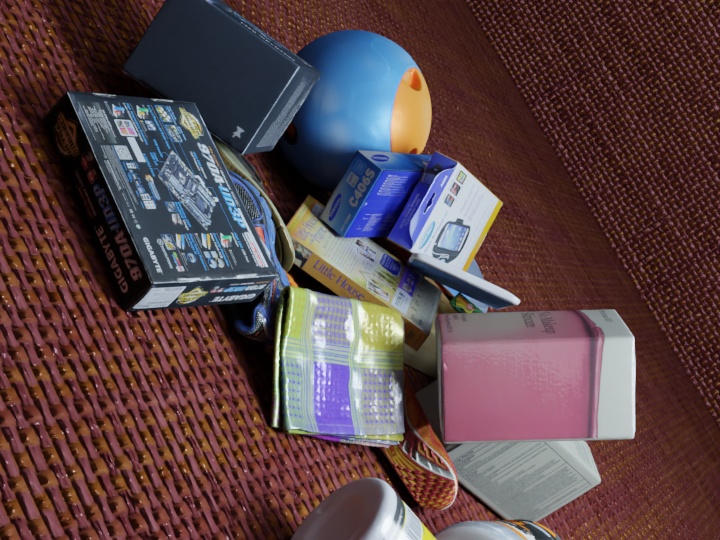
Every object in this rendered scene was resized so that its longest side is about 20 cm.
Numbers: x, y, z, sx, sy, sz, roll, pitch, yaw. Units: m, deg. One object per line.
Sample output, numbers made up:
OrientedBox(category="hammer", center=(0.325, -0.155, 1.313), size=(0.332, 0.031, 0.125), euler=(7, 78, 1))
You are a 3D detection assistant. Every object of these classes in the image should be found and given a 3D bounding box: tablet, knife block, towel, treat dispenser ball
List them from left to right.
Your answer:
OrientedBox(category="towel", center=(-0.016, 0.096, 1.291), size=(0.199, 0.023, 0.146), euler=(17, 72, -52))
OrientedBox(category="treat dispenser ball", center=(-0.010, -0.195, 1.627), size=(0.201, 0.200, 0.202), euler=(48, 20, -24))
OrientedBox(category="knife block", center=(0.104, 0.100, 1.652), size=(0.176, 0.064, 0.200), euler=(52, 19, -12))
OrientedBox(category="tablet", center=(0.115, 0.012, 1.519), size=(0.129, 0.014, 0.200), euler=(25, -3, 1))

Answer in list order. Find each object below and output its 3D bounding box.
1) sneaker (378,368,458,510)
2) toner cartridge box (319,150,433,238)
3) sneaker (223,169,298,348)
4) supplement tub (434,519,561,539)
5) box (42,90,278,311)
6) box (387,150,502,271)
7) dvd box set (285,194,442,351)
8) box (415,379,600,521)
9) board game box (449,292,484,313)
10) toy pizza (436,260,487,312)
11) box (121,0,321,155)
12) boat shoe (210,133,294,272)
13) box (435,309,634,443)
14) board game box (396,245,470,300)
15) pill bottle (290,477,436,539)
OrientedBox(category="sneaker", center=(0.039, 0.165, 1.402), size=(0.202, 0.072, 0.077), euler=(64, 3, 0))
OrientedBox(category="toner cartridge box", center=(0.039, -0.090, 1.564), size=(0.043, 0.096, 0.199), euler=(39, 20, 24))
OrientedBox(category="sneaker", center=(-0.119, -0.018, 1.268), size=(0.201, 0.075, 0.078), euler=(61, 22, 15))
OrientedBox(category="supplement tub", center=(0.144, 0.313, 1.315), size=(0.200, 0.122, 0.123), euler=(20, 41, -62))
OrientedBox(category="box", center=(-0.178, -0.064, 1.173), size=(0.158, 0.046, 0.201), euler=(-4, 61, -52))
OrientedBox(category="box", center=(0.102, -0.064, 1.593), size=(0.041, 0.120, 0.200), euler=(28, -1, 29))
OrientedBox(category="dvd box set", center=(0.000, 0.000, 1.497), size=(0.199, 0.030, 0.147), euler=(35, 20, -4))
OrientedBox(category="box", center=(0.176, 0.202, 1.571), size=(0.200, 0.127, 0.110), euler=(43, 22, -38))
OrientedBox(category="board game box", center=(0.196, 0.104, 1.609), size=(0.200, 0.024, 0.105), euler=(41, -2, 16))
OrientedBox(category="toy pizza", center=(0.125, -0.017, 1.950), size=(0.200, 0.032, 0.201), euler=(47, 21, -25))
OrientedBox(category="box", center=(-0.137, -0.206, 1.355), size=(0.148, 0.108, 0.200), euler=(35, 8, 0))
OrientedBox(category="boat shoe", center=(-0.129, -0.084, 1.346), size=(0.201, 0.073, 0.065), euler=(55, 24, -6))
OrientedBox(category="box", center=(0.180, 0.109, 1.377), size=(0.128, 0.197, 0.110), euler=(-86, 174, -78))
OrientedBox(category="board game box", center=(0.077, -0.030, 1.745), size=(0.200, 0.039, 0.159), euler=(42, 25, -40))
OrientedBox(category="pill bottle", center=(0.037, 0.282, 1.105), size=(0.201, 0.114, 0.115), euler=(51, 19, -18))
